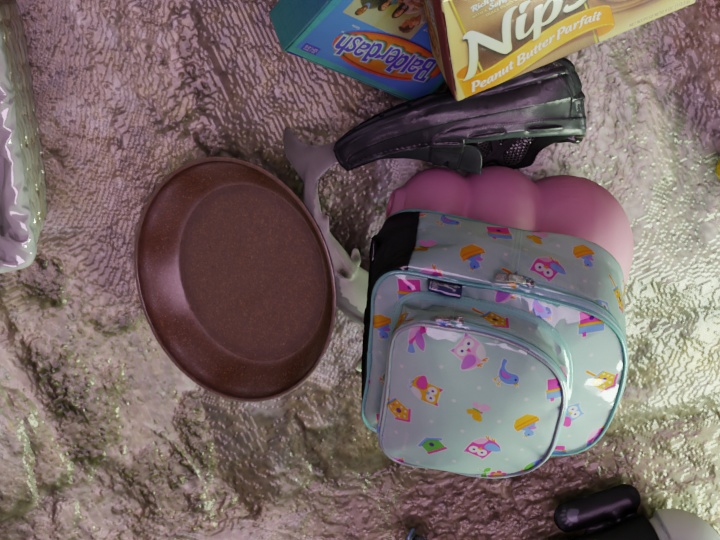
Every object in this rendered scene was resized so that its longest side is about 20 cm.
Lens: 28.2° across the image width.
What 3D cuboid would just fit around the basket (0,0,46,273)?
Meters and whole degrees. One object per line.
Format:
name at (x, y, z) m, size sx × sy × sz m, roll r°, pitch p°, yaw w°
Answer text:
basket at (-0.347, -0.101, 1.095) m, size 0.195 × 0.161 × 0.203 m, roll -6°, pitch 103°, yaw -2°

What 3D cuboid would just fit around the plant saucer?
plant saucer at (-0.096, 0.005, 1.164) m, size 0.198 × 0.037 × 0.203 m, roll 9°, pitch 108°, yaw 30°

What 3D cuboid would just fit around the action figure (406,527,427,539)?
action figure at (0.048, 0.336, 1.234) m, size 0.191 × 0.104 × 0.203 m, roll 10°, pitch 111°, yaw 31°

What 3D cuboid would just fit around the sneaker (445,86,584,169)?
sneaker at (0.139, -0.172, 1.155) m, size 0.113 × 0.076 × 0.202 m, roll 16°, pitch 105°, yaw -9°

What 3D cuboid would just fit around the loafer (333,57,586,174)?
loafer at (0.077, -0.106, 1.106) m, size 0.198 × 0.068 × 0.071 m, roll -16°, pitch 96°, yaw 10°

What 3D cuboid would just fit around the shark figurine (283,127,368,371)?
shark figurine at (-0.018, -0.004, 1.187) m, size 0.128 × 0.089 × 0.215 m, roll -49°, pitch 113°, yaw -26°

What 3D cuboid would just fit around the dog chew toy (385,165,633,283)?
dog chew toy at (0.117, -0.028, 1.157) m, size 0.197 × 0.125 × 0.126 m, roll 15°, pitch 102°, yaw -11°

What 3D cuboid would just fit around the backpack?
backpack at (0.102, 0.059, 1.062) m, size 0.197 × 0.154 × 0.177 m, roll 3°, pitch 128°, yaw -3°

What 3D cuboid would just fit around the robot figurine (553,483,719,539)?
robot figurine at (0.228, 0.284, 1.246) m, size 0.198 × 0.125 × 0.152 m, roll -20°, pitch 121°, yaw 1°

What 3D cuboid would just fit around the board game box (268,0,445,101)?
board game box at (0.051, -0.221, 1.056) m, size 0.151 × 0.045 × 0.200 m, roll 15°, pitch 131°, yaw -43°

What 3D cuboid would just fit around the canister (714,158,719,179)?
canister at (0.409, -0.048, 1.196) m, size 0.148 × 0.087 × 0.201 m, roll -38°, pitch 101°, yaw 6°

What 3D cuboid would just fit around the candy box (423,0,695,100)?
candy box at (0.144, -0.210, 1.032) m, size 0.198 × 0.056 × 0.116 m, roll -22°, pitch 148°, yaw -3°
